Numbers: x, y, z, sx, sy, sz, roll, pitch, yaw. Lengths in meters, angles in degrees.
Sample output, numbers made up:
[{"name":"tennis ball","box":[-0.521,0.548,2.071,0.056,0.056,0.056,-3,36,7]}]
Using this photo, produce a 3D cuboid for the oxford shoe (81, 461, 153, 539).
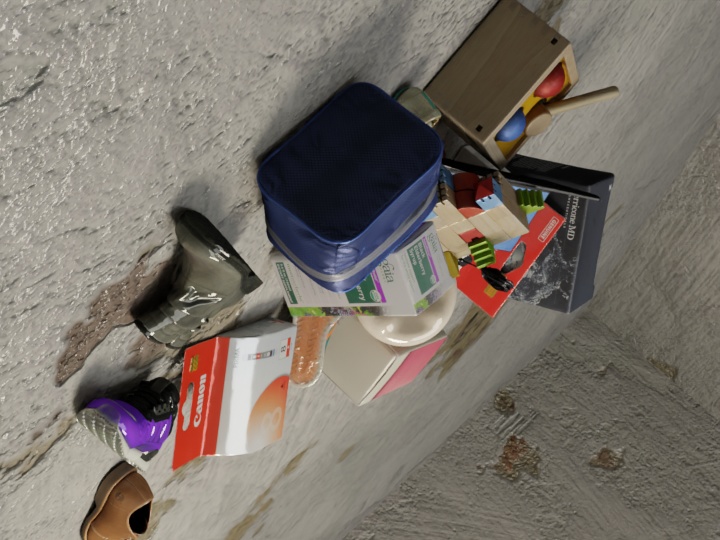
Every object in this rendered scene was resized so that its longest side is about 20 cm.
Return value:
[{"name":"oxford shoe","box":[-0.312,0.330,1.524,0.071,0.071,0.200,-37,162,-39]}]

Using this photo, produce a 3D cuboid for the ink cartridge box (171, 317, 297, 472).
[{"name":"ink cartridge box","box":[-0.153,0.154,1.457,0.200,0.050,0.163,-21,123,-64]}]

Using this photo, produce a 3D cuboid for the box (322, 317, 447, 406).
[{"name":"box","box":[0.025,0.111,1.794,0.109,0.128,0.200,-53,163,21]}]

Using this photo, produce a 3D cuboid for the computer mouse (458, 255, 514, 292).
[{"name":"computer mouse","box":[0.142,-0.022,1.518,0.034,0.200,0.059,-47,128,-4]}]

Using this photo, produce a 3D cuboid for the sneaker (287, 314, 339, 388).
[{"name":"sneaker","box":[-0.062,0.054,1.562,0.080,0.071,0.201,-98,-154,-64]}]

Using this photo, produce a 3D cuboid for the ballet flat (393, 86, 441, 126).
[{"name":"ballet flat","box":[0.034,-0.125,1.380,0.067,0.062,0.200,-31,157,-46]}]

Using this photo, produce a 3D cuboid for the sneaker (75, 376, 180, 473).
[{"name":"sneaker","box":[-0.248,0.156,1.301,0.100,0.069,0.200,-51,170,-15]}]

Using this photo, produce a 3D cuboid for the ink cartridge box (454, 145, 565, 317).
[{"name":"ink cartridge box","box":[0.171,-0.053,1.708,0.045,0.176,0.200,-24,151,-57]}]

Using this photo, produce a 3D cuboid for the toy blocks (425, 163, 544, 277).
[{"name":"toy blocks","box":[0.108,-0.073,1.433,0.199,0.100,0.137,-20,145,25]}]

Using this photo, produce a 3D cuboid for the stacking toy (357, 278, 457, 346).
[{"name":"stacking toy","box":[0.038,0.024,1.625,0.146,0.146,0.200,-46,-168,-9]}]

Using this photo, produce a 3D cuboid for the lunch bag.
[{"name":"lunch bag","box":[-0.006,-0.087,1.225,0.200,0.136,0.132,-42,162,-20]}]

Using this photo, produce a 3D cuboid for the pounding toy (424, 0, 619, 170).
[{"name":"pounding toy","box":[0.206,-0.222,1.462,0.184,0.142,0.200,-49,164,4]}]

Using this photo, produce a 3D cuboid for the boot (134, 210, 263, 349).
[{"name":"boot","box":[-0.174,0.023,1.180,0.131,0.068,0.200,-41,162,-4]}]

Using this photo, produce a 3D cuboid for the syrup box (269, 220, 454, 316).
[{"name":"syrup box","box":[0.000,0.000,1.342,0.199,0.079,0.081,-1,-154,43]}]

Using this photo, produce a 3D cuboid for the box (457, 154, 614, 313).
[{"name":"box","box":[0.255,-0.062,1.754,0.117,0.199,0.198,-22,122,-58]}]

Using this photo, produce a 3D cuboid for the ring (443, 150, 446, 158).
[{"name":"ring","box":[0.052,-0.086,1.603,0.200,0.019,0.201,-44,163,-17]}]

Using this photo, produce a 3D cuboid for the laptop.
[{"name":"laptop","box":[0.178,-0.075,1.558,0.200,0.186,0.116,-148,-111,-66]}]
